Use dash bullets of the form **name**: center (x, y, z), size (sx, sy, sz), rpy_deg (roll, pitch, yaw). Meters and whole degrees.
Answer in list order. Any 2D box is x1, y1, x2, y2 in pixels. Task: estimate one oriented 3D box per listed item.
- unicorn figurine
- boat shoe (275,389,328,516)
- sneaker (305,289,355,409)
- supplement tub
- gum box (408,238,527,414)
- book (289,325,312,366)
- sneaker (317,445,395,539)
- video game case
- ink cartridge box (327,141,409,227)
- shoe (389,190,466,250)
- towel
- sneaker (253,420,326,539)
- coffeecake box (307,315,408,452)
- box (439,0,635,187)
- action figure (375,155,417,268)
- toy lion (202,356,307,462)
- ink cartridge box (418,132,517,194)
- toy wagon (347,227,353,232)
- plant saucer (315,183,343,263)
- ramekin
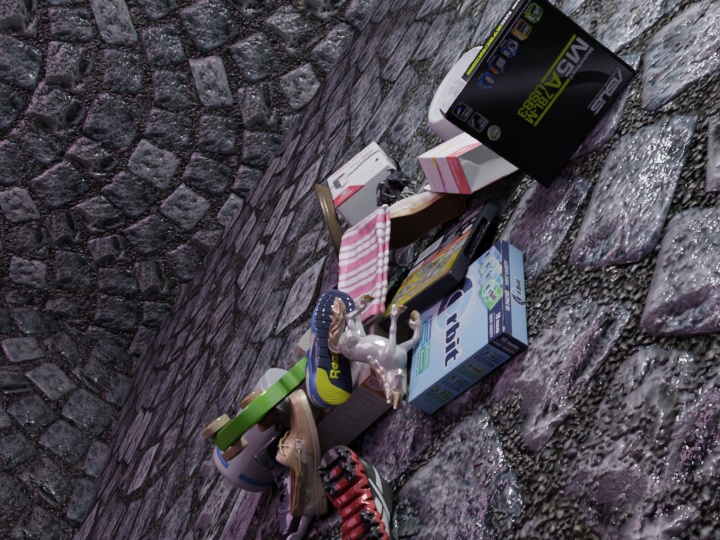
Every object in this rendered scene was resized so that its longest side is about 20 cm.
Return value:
- **unicorn figurine**: center (0.029, 0.112, 1.117), size (0.199, 0.074, 0.138), rpy_deg (14, 84, 48)
- **boat shoe**: center (-0.097, 0.289, 1.196), size (0.074, 0.069, 0.202), rpy_deg (-177, 79, -77)
- **sneaker**: center (-0.052, 0.125, 1.212), size (0.082, 0.073, 0.201), rpy_deg (126, 155, -56)
- **supplement tub**: center (-0.175, 0.300, 1.439), size (0.201, 0.131, 0.132), rpy_deg (-55, 19, 13)
- **gum box**: center (0.146, 0.079, 1.062), size (0.200, 0.044, 0.171), rpy_deg (-46, 23, 39)
- **book**: center (-0.072, 0.116, 1.424), size (0.134, 0.048, 0.200), rpy_deg (-48, -3, -19)
- **sneaker**: center (0.013, 0.329, 1.012), size (0.071, 0.098, 0.201), rpy_deg (-39, 49, 20)
- **video game case**: center (0.122, -0.006, 1.202), size (0.200, 0.025, 0.181), rpy_deg (-41, 12, 50)
- **ink cartridge box**: center (0.012, -0.185, 1.676), size (0.146, 0.083, 0.200), rpy_deg (-38, 23, 8)
- **shoe**: center (0.093, -0.093, 1.349), size (0.199, 0.070, 0.054), rpy_deg (-22, 30, 16)
- **towel**: center (0.000, 0.000, 1.287), size (0.146, 0.030, 0.202), rpy_deg (-31, 49, 54)
- **sneaker**: center (-0.129, 0.349, 1.275), size (0.075, 0.113, 0.201), rpy_deg (-39, 28, 47)
- **coffeecake box**: center (-0.008, 0.183, 1.266), size (0.200, 0.073, 0.154), rpy_deg (-47, 22, 33)
- **box**: center (0.242, -0.247, 1.059), size (0.200, 0.192, 0.048), rpy_deg (-54, 18, 17)
- **action figure**: center (0.073, -0.107, 1.429), size (0.119, 0.101, 0.202), rpy_deg (-162, 81, -80)
- **toy lion**: center (-0.141, 0.206, 1.264), size (0.192, 0.069, 0.200), rpy_deg (-43, -5, 23)
- **ink cartridge box**: center (0.173, -0.181, 1.257), size (0.116, 0.068, 0.200), rpy_deg (-28, 14, -13)
- **toy wagon**: center (0.004, 0.023, 1.416), size (0.200, 0.039, 0.156), rpy_deg (-109, 17, -55)
- **plant saucer**: center (-0.057, -0.097, 1.685), size (0.029, 0.201, 0.200), rpy_deg (-17, 25, 1)
- **ramekin**: center (0.206, -0.311, 1.394), size (0.203, 0.094, 0.203), rpy_deg (-51, 21, 28)
